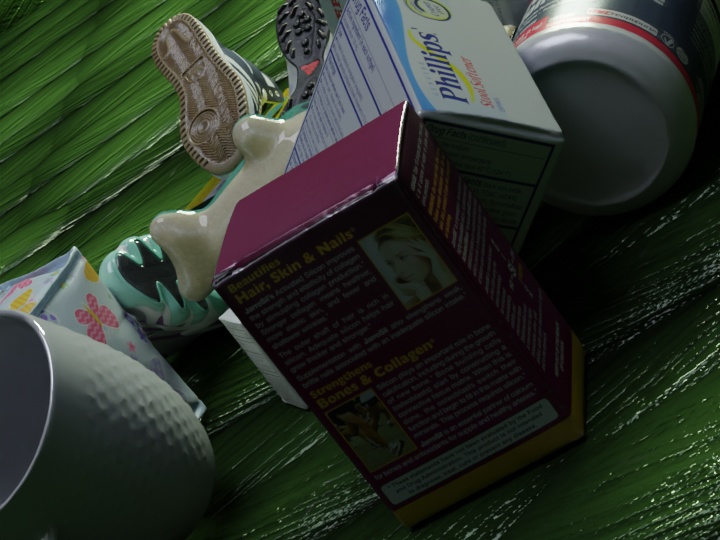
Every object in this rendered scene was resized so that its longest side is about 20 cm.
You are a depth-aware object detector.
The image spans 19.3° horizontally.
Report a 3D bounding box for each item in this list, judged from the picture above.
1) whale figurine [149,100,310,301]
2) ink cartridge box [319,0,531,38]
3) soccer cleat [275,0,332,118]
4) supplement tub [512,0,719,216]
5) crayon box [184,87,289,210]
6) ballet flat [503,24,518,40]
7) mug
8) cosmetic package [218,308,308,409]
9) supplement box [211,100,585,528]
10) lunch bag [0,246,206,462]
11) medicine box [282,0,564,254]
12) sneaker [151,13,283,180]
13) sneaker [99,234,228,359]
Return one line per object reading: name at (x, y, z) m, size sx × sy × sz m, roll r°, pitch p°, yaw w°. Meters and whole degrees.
whale figurine at (-0.058, -0.053, 1.600) m, size 0.199 × 0.160 × 0.104 m, roll -25°, pitch 26°, yaw 6°
ink cartridge box at (0.069, -0.197, 1.631) m, size 0.199 × 0.145 × 0.084 m, roll 15°, pitch 50°, yaw 39°
soccer cleat at (-0.029, -0.136, 1.731) m, size 0.068 × 0.073 × 0.201 m, roll -19°, pitch 54°, yaw 21°
supplement tub at (0.174, -0.144, 1.454) m, size 0.140 × 0.141 × 0.200 m, roll -25°, pitch 23°, yaw 31°
crayon box at (-0.059, -0.111, 1.834) m, size 0.200 × 0.051 × 0.127 m, roll -52°, pitch 14°, yaw -26°
ballet flat at (0.073, -0.079, 1.489) m, size 0.056 × 0.066 × 0.202 m, roll 14°, pitch 82°, yaw 28°
mug at (-0.181, 0.142, 1.388) m, size 0.147 × 0.175 × 0.201 m, roll -35°, pitch 51°, yaw 27°
cosmetic package at (0.000, 0.000, 1.520) m, size 0.200 × 0.083 × 0.051 m, roll -42°, pitch 20°, yaw -15°
supplement box at (0.026, 0.027, 1.234) m, size 0.130 × 0.200 × 0.103 m, roll -28°, pitch 23°, yaw 20°
lunch bag at (-0.234, 0.114, 1.537) m, size 0.127 × 0.170 × 0.200 m, roll -24°, pitch 24°, yaw 37°
medicine box at (0.030, -0.055, 1.363) m, size 0.183 × 0.102 × 0.201 m, roll -110°, pitch 37°, yaw -53°
sneaker at (-0.106, -0.130, 1.803) m, size 0.070 × 0.108 × 0.201 m, roll -39°, pitch 44°, yaw 12°
sneaker at (-0.175, 0.039, 1.678) m, size 0.139 × 0.078 × 0.200 m, roll -34°, pitch -19°, yaw 22°
